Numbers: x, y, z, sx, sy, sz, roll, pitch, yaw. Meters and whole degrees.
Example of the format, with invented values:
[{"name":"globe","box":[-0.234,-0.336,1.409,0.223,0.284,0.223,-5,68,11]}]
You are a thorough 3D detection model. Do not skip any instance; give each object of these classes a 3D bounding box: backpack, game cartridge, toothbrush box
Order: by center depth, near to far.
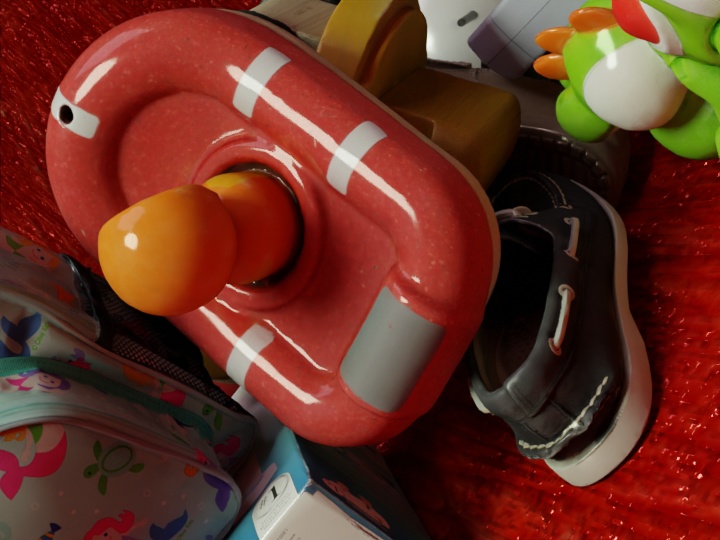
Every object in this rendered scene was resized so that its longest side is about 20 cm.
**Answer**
[{"name":"backpack","box":[-0.159,0.079,0.598,0.178,0.199,0.151,-50,34,5]},{"name":"toothbrush box","box":[-0.049,0.142,0.668,0.147,0.085,0.200,-52,15,1]},{"name":"game cartridge","box":[0.127,-0.170,0.685,0.133,0.040,0.200,-46,1,-32]}]

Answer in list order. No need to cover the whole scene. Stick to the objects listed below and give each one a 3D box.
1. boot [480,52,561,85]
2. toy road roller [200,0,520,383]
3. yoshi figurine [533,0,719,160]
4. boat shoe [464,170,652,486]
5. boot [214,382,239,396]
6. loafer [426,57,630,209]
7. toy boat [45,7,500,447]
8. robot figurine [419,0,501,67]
[{"name":"boot","box":[0.116,-0.176,0.853,0.180,0.073,0.201,11,58,30]},{"name":"toy road roller","box":[-0.009,-0.037,0.705,0.123,0.145,0.202,-45,-31,-61]},{"name":"yoshi figurine","box":[0.153,-0.098,0.588,0.112,0.112,0.200,-45,4,-23]},{"name":"boat shoe","box":[0.071,0.007,0.627,0.074,0.060,0.201,-44,24,26]},{"name":"boot","box":[-0.099,0.127,0.904,0.144,0.072,0.202,-28,35,57]},{"name":"loafer","box":[0.054,-0.072,0.771,0.068,0.198,0.076,-38,-41,-45]},{"name":"toy boat","box":[-0.052,-0.017,0.577,0.130,0.199,0.131,-15,-42,-57]},{"name":"robot figurine","box":[0.043,-0.123,0.961,0.200,0.124,0.152,-37,35,51]}]
